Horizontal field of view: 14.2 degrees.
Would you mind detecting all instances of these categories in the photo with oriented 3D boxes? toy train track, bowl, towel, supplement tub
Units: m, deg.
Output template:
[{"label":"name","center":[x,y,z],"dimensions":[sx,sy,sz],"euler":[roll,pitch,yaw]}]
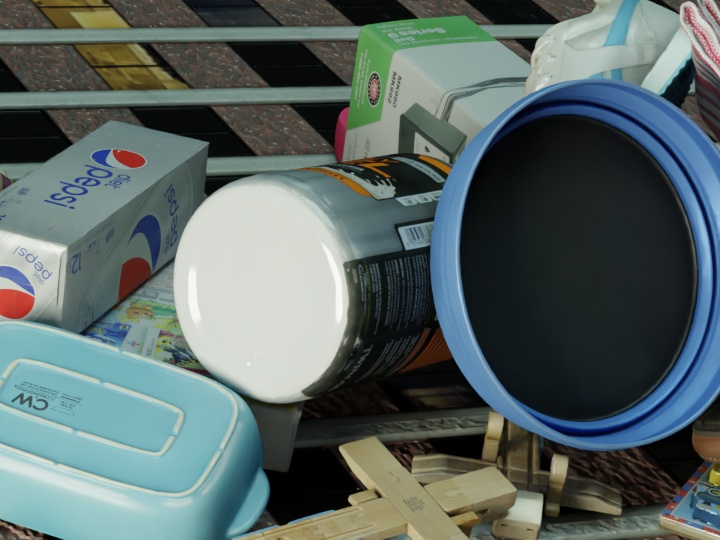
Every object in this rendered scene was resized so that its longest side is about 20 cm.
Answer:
[{"label":"toy train track","center":[-0.010,0.142,1.475],"dimensions":[0.200,0.033,0.115],"euler":[-13,39,-29]},{"label":"bowl","center":[0.125,-0.003,1.560],"dimensions":[0.200,0.201,0.039],"euler":[-6,-1,-32]},{"label":"towel","center":[0.222,-0.063,1.645],"dimensions":[0.030,0.147,0.200],"euler":[-25,-17,3]},{"label":"toy train track","center":[0.089,0.088,1.605],"dimensions":[0.114,0.033,0.200],"euler":[9,22,-1]},{"label":"supplement tub","center":[0.000,0.000,1.582],"dimensions":[0.122,0.123,0.200],"euler":[23,18,28]}]

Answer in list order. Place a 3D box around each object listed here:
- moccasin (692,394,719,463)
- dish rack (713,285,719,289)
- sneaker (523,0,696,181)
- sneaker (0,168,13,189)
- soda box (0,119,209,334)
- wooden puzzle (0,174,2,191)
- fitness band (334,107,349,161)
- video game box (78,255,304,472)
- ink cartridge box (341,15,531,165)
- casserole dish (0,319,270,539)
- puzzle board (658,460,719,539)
[{"label":"moccasin","center":[0.278,0.098,1.583],"dimensions":[0.201,0.078,0.074],"euler":[-1,33,26]},{"label":"dish rack","center":[0.233,0.041,1.678],"dimensions":[0.200,0.055,0.153],"euler":[-3,-16,34]},{"label":"sneaker","center":[0.125,-0.091,1.665],"dimensions":[0.081,0.077,0.200],"euler":[29,45,15]},{"label":"sneaker","center":[-0.298,-0.022,1.699],"dimensions":[0.200,0.075,0.090],"euler":[-4,34,-13]},{"label":"soda box","center":[-0.155,-0.024,1.637],"dimensions":[0.068,0.064,0.200],"euler":[14,23,15]},{"label":"wooden puzzle","center":[-0.310,-0.025,1.612],"dimensions":[0.200,0.046,0.185],"euler":[27,44,-16]},{"label":"fitness band","center":[0.079,-0.079,2.003],"dimensions":[0.200,0.037,0.144],"euler":[17,27,19]},{"label":"video game box","center":[-0.124,0.041,1.638],"dimensions":[0.200,0.047,0.182],"euler":[10,22,2]},{"label":"ink cartridge box","center":[0.071,-0.055,1.799],"dimensions":[0.084,0.146,0.200],"euler":[-6,27,-28]},{"label":"casserole dish","center":[-0.142,0.083,1.495],"dimensions":[0.200,0.039,0.121],"euler":[17,43,10]},{"label":"puzzle board","center":[0.282,0.138,1.600],"dimensions":[0.200,0.017,0.151],"euler":[18,25,18]}]
